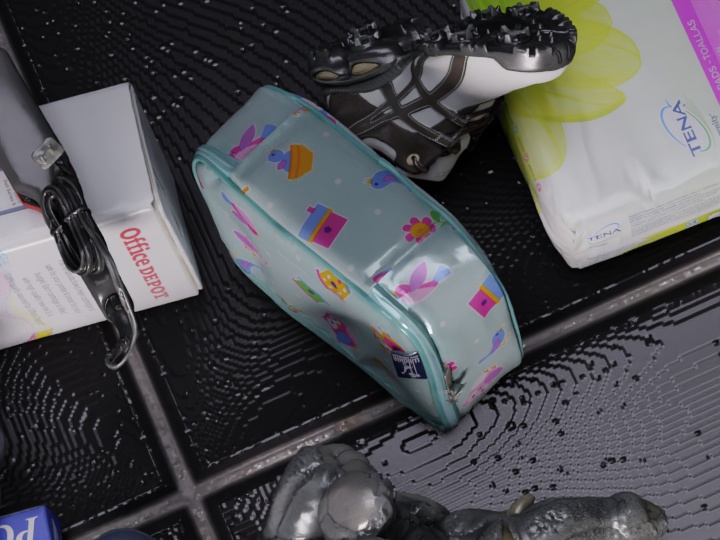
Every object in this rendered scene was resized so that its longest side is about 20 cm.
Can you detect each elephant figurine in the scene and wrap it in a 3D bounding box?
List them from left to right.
[{"bbox_3d":[0.041,0.172,1.416,0.155,0.200,0.142,13,93,46],"label":"elephant figurine"}]

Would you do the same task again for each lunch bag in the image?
[{"bbox_3d":[0.000,0.000,1.464,0.077,0.160,0.200,-43,64,-15],"label":"lunch bag"}]

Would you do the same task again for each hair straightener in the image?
[{"bbox_3d":[-0.167,-0.037,1.382,0.041,0.077,0.200,-25,68,-4],"label":"hair straightener"}]

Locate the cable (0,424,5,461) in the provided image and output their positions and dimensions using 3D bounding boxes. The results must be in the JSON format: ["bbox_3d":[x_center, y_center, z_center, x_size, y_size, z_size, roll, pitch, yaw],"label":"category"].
[{"bbox_3d":[-0.266,0.107,1.397,0.051,0.200,0.163,-12,40,36],"label":"cable"}]

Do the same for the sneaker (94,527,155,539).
[{"bbox_3d":[-0.113,0.225,1.410,0.070,0.082,0.200,-18,67,0],"label":"sneaker"}]

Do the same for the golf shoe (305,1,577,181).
[{"bbox_3d":[0.057,-0.100,1.498,0.078,0.200,0.095,-23,103,-36],"label":"golf shoe"}]

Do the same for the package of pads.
[{"bbox_3d":[0.153,-0.115,1.534,0.154,0.068,0.200,-21,67,-2],"label":"package of pads"}]

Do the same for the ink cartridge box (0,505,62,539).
[{"bbox_3d":[-0.260,0.206,1.475,0.200,0.044,0.094,-16,70,1],"label":"ink cartridge box"}]

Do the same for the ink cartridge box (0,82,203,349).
[{"bbox_3d":[-0.204,-0.019,1.501,0.200,0.145,0.088,-14,68,2],"label":"ink cartridge box"}]
